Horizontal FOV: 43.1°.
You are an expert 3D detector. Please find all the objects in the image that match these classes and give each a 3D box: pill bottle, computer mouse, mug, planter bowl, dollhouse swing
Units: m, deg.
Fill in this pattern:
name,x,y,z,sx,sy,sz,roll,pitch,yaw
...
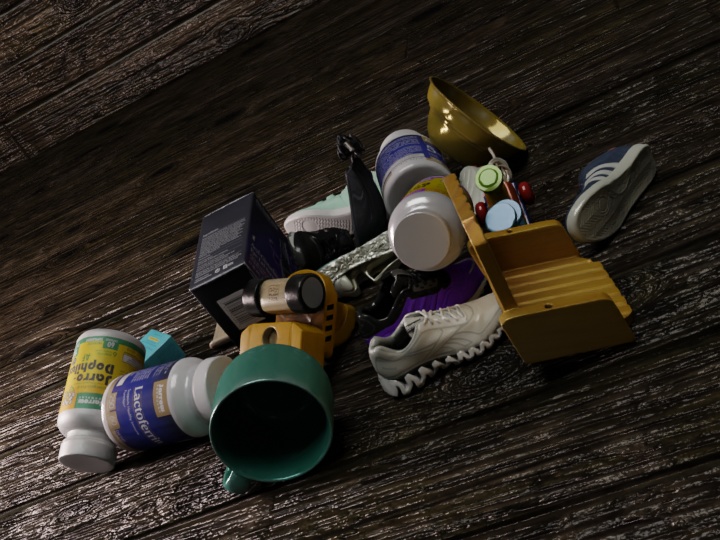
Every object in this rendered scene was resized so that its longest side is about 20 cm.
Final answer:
name,x,y,z,sx,sy,sz,roll,pitch,yaw
pill bottle,0.086,-0.160,1.516,0.119,0.120,0.201,-28,28,9
pill bottle,0.094,-0.061,1.217,0.103,0.105,0.200,-24,8,16
computer mouse,0.009,-0.126,1.483,0.052,0.202,0.138,-9,7,9
mug,-0.122,0.177,1.149,0.184,0.153,0.115,-27,24,12
pill bottle,-0.403,0.202,1.407,0.112,0.113,0.202,-16,54,29
planter bowl,0.173,-0.229,1.513,0.084,0.199,0.201,-53,21,20
dollhouse swing,0.205,-0.027,1.060,0.180,0.177,0.200,-12,28,1
pill bottle,-0.269,0.190,1.324,0.198,0.116,0.116,-17,30,28

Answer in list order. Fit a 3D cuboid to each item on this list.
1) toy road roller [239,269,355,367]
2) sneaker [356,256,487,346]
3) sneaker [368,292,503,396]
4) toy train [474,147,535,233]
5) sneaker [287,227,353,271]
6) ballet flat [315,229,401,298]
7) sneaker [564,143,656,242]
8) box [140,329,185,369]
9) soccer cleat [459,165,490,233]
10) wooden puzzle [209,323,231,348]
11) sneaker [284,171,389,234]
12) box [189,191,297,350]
name,x,y,z,sx,sy,sz,roll,pitch,yaw
toy road roller,-0.082,0.099,1.305,0.122,0.145,0.202,-6,74,41
sneaker,0.080,0.031,1.230,0.199,0.100,0.070,-36,29,-6
sneaker,0.102,0.079,1.152,0.199,0.081,0.075,-31,25,0
toy train,0.186,-0.111,1.250,0.084,0.116,0.202,-23,62,15
sneaker,-0.059,-0.043,1.477,0.087,0.076,0.200,-19,6,10
ballet flat,0.000,0.000,1.414,0.199,0.072,0.072,-32,27,6
sneaker,0.318,-0.103,1.232,0.084,0.076,0.200,5,35,48
box,-0.393,0.188,1.533,0.200,0.049,0.082,-46,30,-25
soccer cleat,0.179,-0.103,1.383,0.077,0.070,0.200,-30,30,0
wooden puzzle,-0.168,0.037,1.556,0.184,0.037,0.201,-24,28,18
sneaker,-0.035,-0.115,1.620,0.198,0.074,0.119,-11,39,19
box,-0.180,-0.001,1.448,0.104,0.148,0.201,-24,35,16
